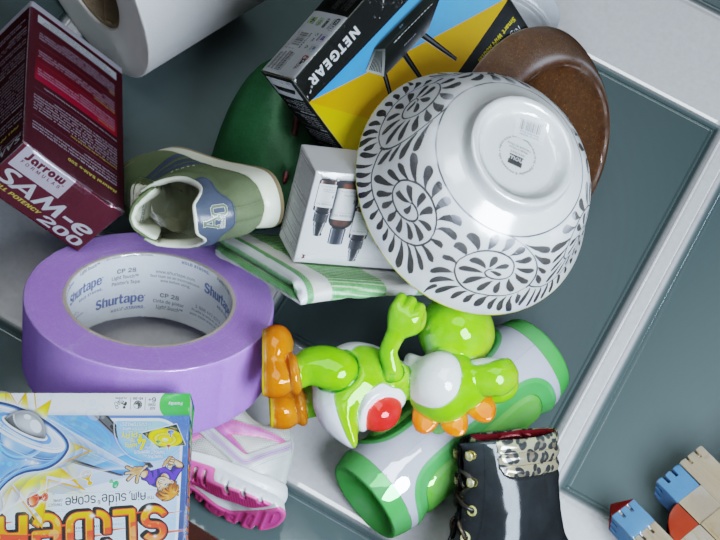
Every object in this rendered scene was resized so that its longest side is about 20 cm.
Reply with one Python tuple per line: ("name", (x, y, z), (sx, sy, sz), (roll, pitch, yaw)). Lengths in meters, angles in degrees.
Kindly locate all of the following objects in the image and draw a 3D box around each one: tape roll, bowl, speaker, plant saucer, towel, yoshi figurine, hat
("tape roll", (-0.170, 0.048, 1.523), (0.198, 0.066, 0.201), (5, 31, -3))
("bowl", (0.105, -0.075, 1.456), (0.199, 0.094, 0.203), (7, 70, -21))
("speaker", (0.076, 0.126, 1.549), (0.200, 0.089, 0.088), (-38, 73, -21))
("plant saucer", (0.149, -0.104, 1.613), (0.034, 0.201, 0.200), (20, 58, 43))
("towel", (0.000, 0.000, 1.548), (0.199, 0.152, 0.024), (1, 105, -34))
("yoshi figurine", (0.023, 0.066, 1.488), (0.198, 0.112, 0.113), (-2, 106, 2))
("hat", (-0.078, -0.159, 1.592), (0.165, 0.177, 0.200), (15, 44, 37))
("tape roll", (-0.187, -0.289, 1.663), (0.139, 0.203, 0.203), (-34, 72, -20))

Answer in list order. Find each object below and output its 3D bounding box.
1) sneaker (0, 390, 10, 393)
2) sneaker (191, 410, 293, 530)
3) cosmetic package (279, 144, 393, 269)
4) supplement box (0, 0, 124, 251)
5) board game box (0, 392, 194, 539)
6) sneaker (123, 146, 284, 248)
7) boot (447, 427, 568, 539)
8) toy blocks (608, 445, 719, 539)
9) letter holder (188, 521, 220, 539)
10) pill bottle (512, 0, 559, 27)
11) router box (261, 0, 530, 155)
("sneaker", (-0.326, 0.117, 1.517), (0.198, 0.085, 0.073), (5, 65, -1))
("sneaker", (-0.140, 0.131, 1.536), (0.199, 0.081, 0.089), (24, 60, -1))
("cosmetic package", (0.042, -0.044, 1.521), (0.198, 0.083, 0.051), (4, 30, -21))
("supplement box", (-0.254, -0.122, 1.586), (0.109, 0.061, 0.201), (37, 27, -32))
("board game box", (-0.223, 0.158, 1.397), (0.198, 0.035, 0.137), (-1, 65, 1))
("sneaker", (-0.158, -0.057, 1.547), (0.089, 0.199, 0.068), (-19, 108, -42))
("boot", (0.073, 0.208, 1.482), (0.202, 0.073, 0.155), (-7, 95, -16))
("toy blocks", (0.293, 0.206, 1.537), (0.199, 0.100, 0.137), (-34, 60, -19))
("letter holder", (-0.171, 0.242, 1.471), (0.199, 0.142, 0.101), (29, 96, 13))
("pill bottle", (0.102, -0.160, 1.676), (0.111, 0.112, 0.201), (25, 64, 7))
("router box", (0.032, -0.177, 1.543), (0.200, 0.149, 0.051), (-50, 38, -15))
